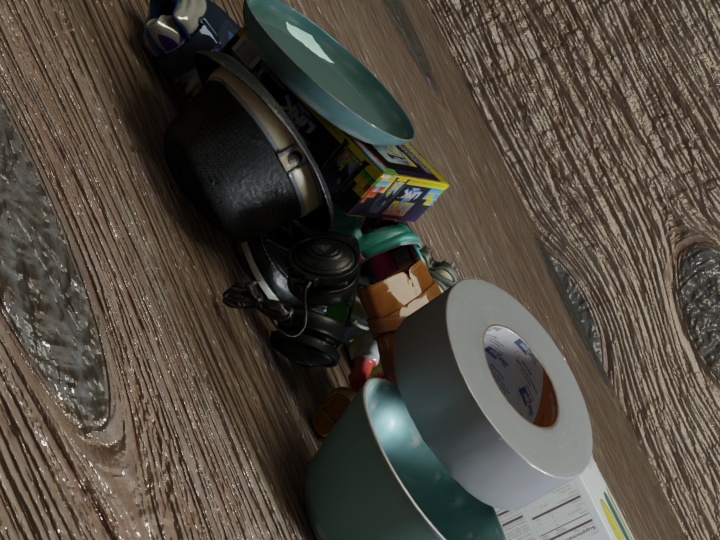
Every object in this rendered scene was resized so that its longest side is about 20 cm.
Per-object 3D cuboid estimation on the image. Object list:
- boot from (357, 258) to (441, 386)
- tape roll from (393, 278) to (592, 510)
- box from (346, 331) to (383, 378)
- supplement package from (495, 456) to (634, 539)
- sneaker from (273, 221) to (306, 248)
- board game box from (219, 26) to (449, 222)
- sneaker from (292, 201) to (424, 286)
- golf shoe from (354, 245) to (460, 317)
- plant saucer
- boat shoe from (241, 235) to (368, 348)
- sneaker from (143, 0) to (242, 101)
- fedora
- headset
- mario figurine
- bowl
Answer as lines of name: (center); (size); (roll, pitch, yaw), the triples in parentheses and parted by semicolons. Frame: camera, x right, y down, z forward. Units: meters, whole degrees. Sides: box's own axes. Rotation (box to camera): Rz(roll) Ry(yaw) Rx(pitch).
boot: (0.080, 0.063, 1.733); (0.200, 0.077, 0.156); (-22, 85, -48)
tape roll: (0.118, 0.109, 1.605); (0.200, 0.066, 0.201); (37, 34, -30)
box: (0.004, 0.017, 1.932); (0.050, 0.075, 0.200); (50, 16, -58)
supplement package: (0.211, 0.299, 1.992); (0.200, 0.150, 0.152); (63, 12, 3)
sneaker: (-0.093, -0.097, 1.827); (0.083, 0.071, 0.200); (-6, 70, -55)
board game box: (-0.027, -0.134, 1.694); (0.200, 0.057, 0.165); (48, 15, 18)
sneaker: (0.024, -0.048, 1.795); (0.121, 0.084, 0.200); (53, 39, 5)
golf shoe: (0.000, 0.000, 1.859); (0.200, 0.095, 0.078); (25, -26, 17)
plant saucer: (-0.034, -0.177, 1.644); (0.200, 0.027, 0.200); (39, 16, -13)
boat shoe: (-0.049, 0.013, 1.754); (0.200, 0.060, 0.076); (43, 23, -57)
sneaker: (-0.155, -0.180, 1.730); (0.146, 0.080, 0.201); (28, 42, -48)
fedora: (-0.112, -0.094, 1.602); (0.201, 0.092, 0.201); (48, -15, 17)
headset: (-0.054, 0.026, 1.635); (0.200, 0.094, 0.124); (-19, 122, -75)
mario figurine: (0.030, 0.127, 1.719); (0.200, 0.106, 0.124); (-25, 122, -70)
bowl: (0.026, 0.200, 1.526); (0.201, 0.105, 0.201); (49, 14, -17)
